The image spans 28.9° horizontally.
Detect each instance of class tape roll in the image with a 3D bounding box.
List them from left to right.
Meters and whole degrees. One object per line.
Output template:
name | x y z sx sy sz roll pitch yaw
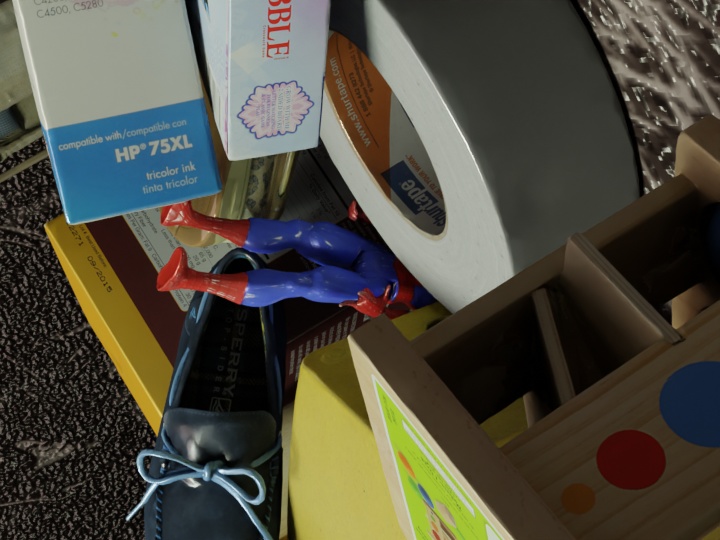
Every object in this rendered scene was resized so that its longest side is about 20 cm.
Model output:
tape roll | 0.034 -0.074 0.611 0.200 0.066 0.200 54 166 20

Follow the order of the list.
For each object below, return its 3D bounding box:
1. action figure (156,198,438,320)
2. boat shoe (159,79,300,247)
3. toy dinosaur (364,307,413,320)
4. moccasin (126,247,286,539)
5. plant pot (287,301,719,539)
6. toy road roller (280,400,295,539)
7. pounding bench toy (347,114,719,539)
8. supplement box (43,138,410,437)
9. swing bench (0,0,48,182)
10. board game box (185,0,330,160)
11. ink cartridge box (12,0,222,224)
action figure | 0.000 0.000 0.708 0.052 0.199 0.066 -50 36 47
boat shoe | -0.052 -0.108 0.727 0.073 0.063 0.201 38 118 37
toy dinosaur | 0.044 0.056 0.769 0.058 0.101 0.200 -16 116 32
moccasin | -0.077 0.082 0.699 0.068 0.080 0.201 95 174 -65
plant pot | 0.072 0.114 0.654 0.200 0.199 0.177 35 142 61
toy road roller | -0.029 0.174 0.907 0.200 0.123 0.146 61 179 -15
pounding bench toy | 0.121 0.078 0.414 0.200 0.156 0.124 50 164 37
supplement box | -0.064 0.006 0.873 0.133 0.200 0.197 57 167 13
swing bench | -0.448 -0.239 1.816 0.130 0.199 0.200 53 167 23
board game box | -0.054 -0.183 0.538 0.200 0.041 0.200 97 158 -49
ink cartridge box | -0.115 -0.132 0.583 0.116 0.067 0.201 -134 33 -70
